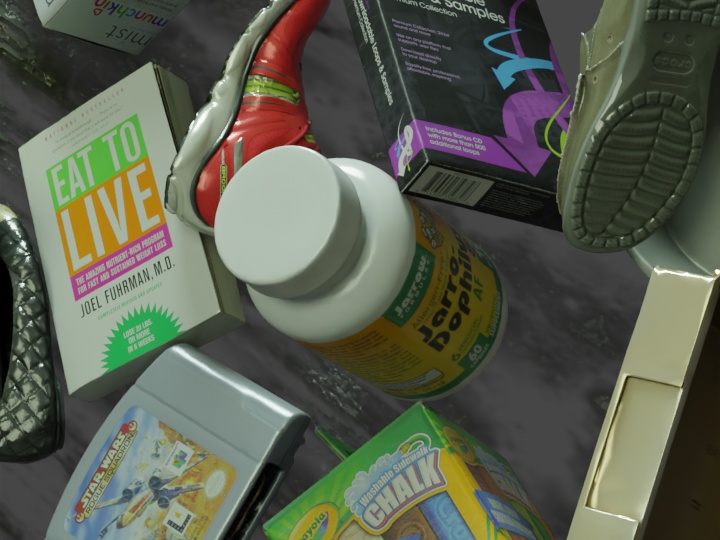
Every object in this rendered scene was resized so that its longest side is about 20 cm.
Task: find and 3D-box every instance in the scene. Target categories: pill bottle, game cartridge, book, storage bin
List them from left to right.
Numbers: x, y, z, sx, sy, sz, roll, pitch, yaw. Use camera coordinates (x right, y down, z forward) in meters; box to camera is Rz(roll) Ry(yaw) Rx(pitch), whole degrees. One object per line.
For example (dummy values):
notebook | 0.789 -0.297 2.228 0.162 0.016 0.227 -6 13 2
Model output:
book | -0.163 -0.025 1.426 0.133 0.048 0.201 -28 62 20
game cartridge | -0.131 0.153 1.338 0.133 0.042 0.201 27 86 31
pill bottle | 0.000 0.000 1.222 0.112 0.200 0.113 -12 65 26
storage bin | 0.198 0.122 1.064 0.093 0.198 0.201 12 77 36

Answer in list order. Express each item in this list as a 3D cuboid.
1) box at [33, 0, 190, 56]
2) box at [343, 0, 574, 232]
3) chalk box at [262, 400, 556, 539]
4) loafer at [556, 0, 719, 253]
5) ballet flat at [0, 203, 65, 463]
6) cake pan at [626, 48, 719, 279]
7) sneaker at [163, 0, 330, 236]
box | -0.171 -0.291 1.474 0.176 0.096 0.201 -42 54 31
box | 0.066 -0.118 1.257 0.036 0.143 0.201 -49 43 37
chalk box | 0.040 0.167 1.180 0.124 0.124 0.200 -38 58 12
loafer | 0.162 -0.107 1.186 0.070 0.075 0.201 -128 54 -66
ballet flat | -0.247 0.039 1.427 0.067 0.057 0.201 120 141 -54
cake pan | 0.223 -0.078 1.184 0.200 0.037 0.201 -7 81 50
sneaker | -0.061 -0.106 1.388 0.085 0.077 0.201 27 70 -2
